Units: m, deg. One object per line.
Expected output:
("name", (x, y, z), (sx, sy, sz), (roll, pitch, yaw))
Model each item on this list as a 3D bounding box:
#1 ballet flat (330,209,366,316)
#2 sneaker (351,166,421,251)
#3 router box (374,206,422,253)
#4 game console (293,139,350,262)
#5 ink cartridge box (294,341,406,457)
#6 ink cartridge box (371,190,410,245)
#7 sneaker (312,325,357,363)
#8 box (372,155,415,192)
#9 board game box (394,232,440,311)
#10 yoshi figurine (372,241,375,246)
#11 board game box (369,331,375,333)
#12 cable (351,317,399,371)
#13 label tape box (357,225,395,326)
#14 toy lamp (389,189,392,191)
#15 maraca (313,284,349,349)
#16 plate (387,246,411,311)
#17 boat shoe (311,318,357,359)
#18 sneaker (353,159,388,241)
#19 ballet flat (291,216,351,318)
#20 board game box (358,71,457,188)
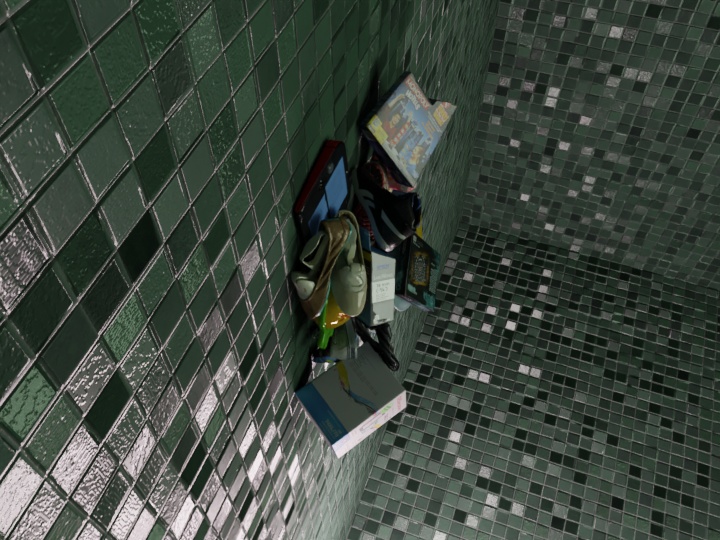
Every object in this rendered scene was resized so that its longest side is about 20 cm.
("ballet flat", (-0.021, -0.019, 1.223), (0.069, 0.069, 0.200), (63, 18, -73))
("sneaker", (0.062, -0.147, 1.359), (0.073, 0.112, 0.200), (18, 46, -57))
("router box", (0.090, -0.053, 1.515), (0.200, 0.051, 0.150), (-42, 131, -61))
("game console", (-0.065, -0.122, 1.223), (0.200, 0.031, 0.177), (82, 26, -61))
("ink cartridge box", (-0.017, 0.290, 1.503), (0.200, 0.146, 0.147), (-35, 156, -12))
("ink cartridge box", (0.092, -0.136, 1.808), (0.200, 0.076, 0.137), (-48, 153, -61))
("sneaker", (-0.062, 0.159, 1.550), (0.200, 0.071, 0.083), (-44, 129, -65))
("box", (0.095, -0.294, 1.558), (0.095, 0.102, 0.200), (-39, 144, -68))
("board game box", (0.124, 0.006, 1.431), (0.200, 0.028, 0.136), (31, 65, -63))
("yoshi figurine", (0.003, 0.014, 1.536), (0.200, 0.112, 0.113), (-48, 161, -53))
("board game box", (0.036, 0.053, 1.732), (0.200, 0.105, 0.103), (-61, 162, -50))
("cable", (0.036, 0.146, 1.529), (0.163, 0.051, 0.200), (64, -14, -16))
("label tape box", (0.010, -0.007, 1.360), (0.063, 0.144, 0.200), (-11, 113, -27))
("toy lamp", (0.066, -0.191, 1.671), (0.058, 0.058, 0.200), (49, 56, -76))
("maraca", (-0.056, 0.062, 1.315), (0.137, 0.107, 0.200), (-57, 160, -55))
("plate", (0.103, -0.011, 1.449), (0.200, 0.026, 0.201), (2, 90, -66))
("boat shoe", (-0.065, 0.127, 1.460), (0.202, 0.086, 0.075), (-108, -164, -55))
("sneaker", (0.032, -0.156, 1.507), (0.082, 0.078, 0.200), (-58, 161, -55))
("ballet flat", (-0.081, -0.006, 1.196), (0.072, 0.068, 0.200), (7, 116, -40))
("board game box", (0.106, -0.317, 1.421), (0.200, 0.062, 0.200), (-52, 132, -10))
